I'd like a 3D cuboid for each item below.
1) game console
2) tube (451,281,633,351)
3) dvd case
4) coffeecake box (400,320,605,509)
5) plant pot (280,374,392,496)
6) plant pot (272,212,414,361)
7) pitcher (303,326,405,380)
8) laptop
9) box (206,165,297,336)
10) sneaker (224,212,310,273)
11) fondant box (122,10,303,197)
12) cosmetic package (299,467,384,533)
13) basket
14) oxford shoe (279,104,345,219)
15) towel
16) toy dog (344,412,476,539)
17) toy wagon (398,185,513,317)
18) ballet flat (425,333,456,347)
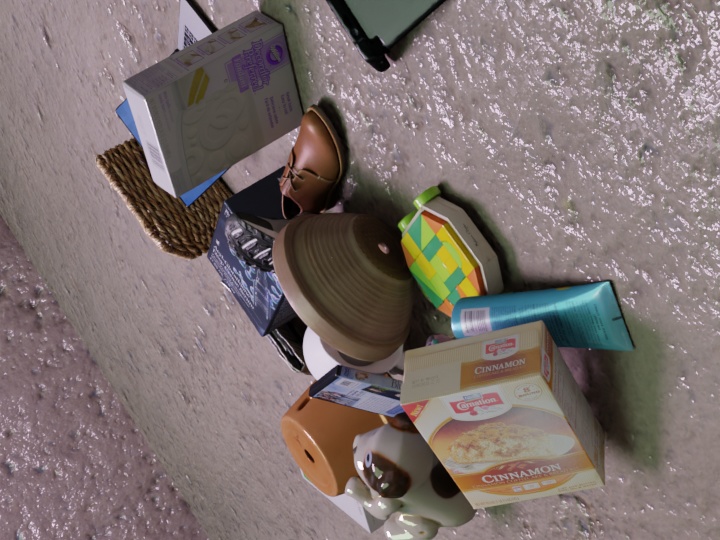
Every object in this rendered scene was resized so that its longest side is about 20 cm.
[{"bbox_3d":[0.003,-0.317,1.317,0.201,0.116,0.176,58,-172,2],"label":"game console"},{"bbox_3d":[0.182,0.049,1.348,0.199,0.050,0.078,-3,124,45],"label":"tube"},{"bbox_3d":[0.044,0.163,1.678,0.198,0.018,0.143,15,161,-12],"label":"dvd case"},{"bbox_3d":[0.151,0.154,1.374,0.152,0.074,0.201,-14,133,23],"label":"coffeecake box"},{"bbox_3d":[-0.022,0.234,1.918,0.200,0.139,0.201,45,155,27],"label":"plant pot"},{"bbox_3d":[0.000,0.000,1.576,0.093,0.200,0.202,-41,79,29],"label":"plant pot"},{"bbox_3d":[0.012,0.109,1.720,0.171,0.122,0.200,29,169,-4],"label":"pitcher"},{"bbox_3d":[-0.237,-0.229,1.799,0.188,0.115,0.200,51,157,15],"label":"laptop"},{"bbox_3d":[-0.120,-0.023,1.834,0.149,0.107,0.200,54,156,11],"label":"box"},{"bbox_3d":[-0.088,-0.038,1.666,0.074,0.199,0.080,-25,56,43],"label":"sneaker"},{"bbox_3d":[-0.173,-0.201,1.591,0.058,0.199,0.145,33,147,41],"label":"fondant box"},{"bbox_3d":[-0.019,0.311,2.084,0.200,0.084,0.108,30,142,51],"label":"cosmetic package"},{"bbox_3d":[-0.305,-0.107,2.056,0.200,0.148,0.143,50,156,16],"label":"basket"},{"bbox_3d":[-0.065,-0.124,1.640,0.071,0.071,0.201,49,154,24],"label":"oxford shoe"},{"bbox_3d":[-0.130,0.087,1.998,0.193,0.034,0.200,53,-179,12],"label":"towel"},{"bbox_3d":[0.066,0.271,1.726,0.193,0.141,0.200,11,157,36],"label":"toy dog"},{"bbox_3d":[0.099,-0.001,1.495,0.156,0.039,0.200,55,157,9],"label":"toy wagon"},{"bbox_3d":[0.127,0.106,1.488,0.200,0.069,0.072,25,-131,-60],"label":"ballet flat"}]
